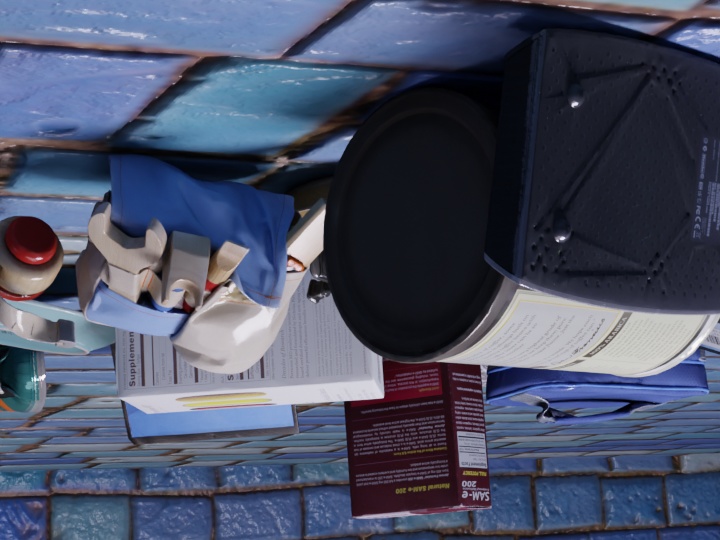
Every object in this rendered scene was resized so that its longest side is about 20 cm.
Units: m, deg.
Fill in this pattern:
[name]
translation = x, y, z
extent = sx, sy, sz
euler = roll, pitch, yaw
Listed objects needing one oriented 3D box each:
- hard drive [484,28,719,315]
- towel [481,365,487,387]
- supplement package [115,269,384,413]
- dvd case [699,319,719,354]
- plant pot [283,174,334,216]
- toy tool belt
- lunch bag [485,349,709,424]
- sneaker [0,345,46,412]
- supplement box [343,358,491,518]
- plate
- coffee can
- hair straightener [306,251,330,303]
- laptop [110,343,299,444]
[hard drive]
translation = 0.141, -0.047, 0.856
extent = 0.199, 0.136, 0.042
euler = 6, 180, -44
[towel]
translation = 0.140, 0.074, 1.577
extent = 0.198, 0.086, 0.165
euler = 4, 168, -32
[supplement package]
translation = -0.086, 0.048, 1.307
extent = 0.198, 0.111, 0.114
euler = -4, 168, 5
[dvd case]
translation = 0.256, 0.005, 1.061
extent = 0.142, 0.018, 0.201
euler = 18, 151, 38
[plant pot]
translation = 0.024, -0.038, 1.125
extent = 0.198, 0.028, 0.200
euler = -4, 169, -1
[toy tool belt]
translation = -0.116, -0.021, 0.990
extent = 0.198, 0.126, 0.123
euler = 11, 140, -26
[lunch bag]
translation = 0.194, 0.063, 1.412
extent = 0.198, 0.134, 0.136
euler = 2, 168, -27
[sneaker]
translation = -0.366, 0.110, 1.636
extent = 0.079, 0.072, 0.200
euler = -2, 171, -28
[supplement box]
translation = 0.044, 0.102, 1.387
extent = 0.108, 0.202, 0.061
euler = -10, 167, 31
[plate]
translation = -0.283, 0.043, 1.335
extent = 0.198, 0.026, 0.200
euler = 10, 170, 2
[coffee can]
translation = 0.099, -0.015, 0.950
extent = 0.199, 0.148, 0.146
euler = 7, 165, -43
[hair straightener]
translation = 0.000, 0.000, 1.170
extent = 0.076, 0.041, 0.200
euler = -7, 173, 17
[laptop]
translation = -0.159, 0.100, 1.565
extent = 0.175, 0.104, 0.200
euler = -5, 169, 5
